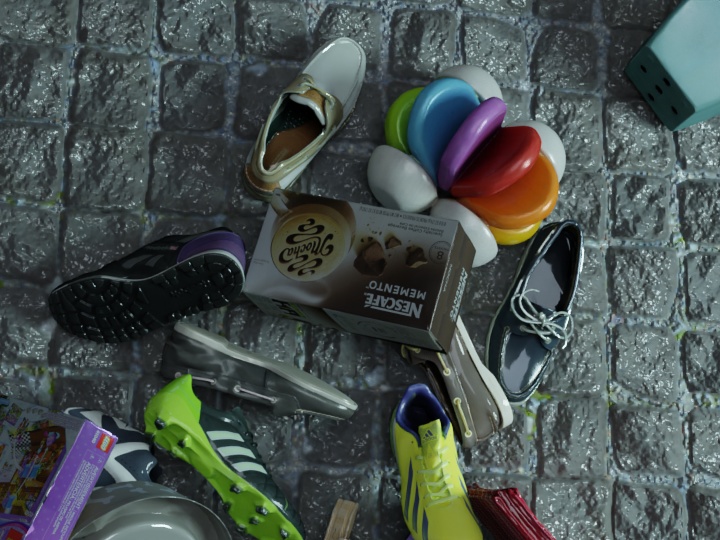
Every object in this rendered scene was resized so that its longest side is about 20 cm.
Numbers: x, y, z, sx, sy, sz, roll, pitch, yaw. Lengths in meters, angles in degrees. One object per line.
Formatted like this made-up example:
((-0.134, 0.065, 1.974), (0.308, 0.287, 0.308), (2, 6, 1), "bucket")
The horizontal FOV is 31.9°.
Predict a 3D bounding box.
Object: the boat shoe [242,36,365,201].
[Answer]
((-0.051, -0.163, 1.302), (0.074, 0.068, 0.201), (30, 74, -3), "boat shoe")

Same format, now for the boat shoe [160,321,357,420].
((-0.102, 0.113, 1.238), (0.198, 0.067, 0.058), (24, 93, 1), "boat shoe")

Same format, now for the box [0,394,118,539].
((-0.300, 0.189, 1.114), (0.039, 0.199, 0.138), (35, 72, -31), "box")

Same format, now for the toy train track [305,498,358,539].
((0.002, 0.275, 1.171), (0.198, 0.033, 0.116), (7, 72, 31), "toy train track")

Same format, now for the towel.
((0.159, 0.258, 1.177), (0.022, 0.200, 0.145), (-39, 87, -9), "towel")

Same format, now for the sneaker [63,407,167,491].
((-0.234, 0.235, 1.172), (0.128, 0.080, 0.201), (10, 66, 1), "sneaker")

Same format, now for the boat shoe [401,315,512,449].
((0.078, 0.082, 1.271), (0.059, 0.072, 0.201), (-31, 89, -17), "boat shoe")

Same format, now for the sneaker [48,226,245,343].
((-0.206, 0.010, 1.243), (0.198, 0.088, 0.076), (-12, 120, 6), "sneaker")

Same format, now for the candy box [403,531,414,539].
((0.071, 0.347, 1.158), (0.201, 0.167, 0.072), (-51, 129, -16), "candy box")

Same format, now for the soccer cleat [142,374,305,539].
((-0.117, 0.181, 1.191), (0.200, 0.067, 0.081), (46, 44, -6), "soccer cleat")

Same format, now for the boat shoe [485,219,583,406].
((0.186, 0.042, 1.303), (0.074, 0.062, 0.202), (27, 75, -5), "boat shoe")

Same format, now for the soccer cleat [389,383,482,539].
((0.068, 0.189, 1.190), (0.064, 0.084, 0.201), (-3, 35, -13), "soccer cleat")

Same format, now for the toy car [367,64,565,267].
((0.116, -0.116, 1.280), (0.200, 0.150, 0.175), (41, 74, 1), "toy car")

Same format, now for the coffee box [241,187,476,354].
((0.000, 0.000, 1.229), (0.198, 0.080, 0.114), (12, 74, 21), "coffee box")

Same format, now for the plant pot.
((0.400, -0.251, 1.375), (0.199, 0.141, 0.142), (-37, 86, -8), "plant pot")

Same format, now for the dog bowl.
((-0.211, 0.280, 1.128), (0.198, 0.059, 0.202), (-14, 116, -29), "dog bowl")
